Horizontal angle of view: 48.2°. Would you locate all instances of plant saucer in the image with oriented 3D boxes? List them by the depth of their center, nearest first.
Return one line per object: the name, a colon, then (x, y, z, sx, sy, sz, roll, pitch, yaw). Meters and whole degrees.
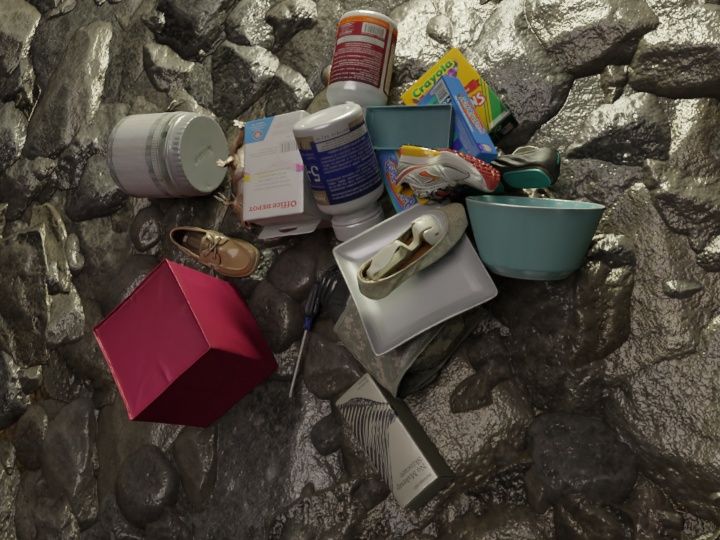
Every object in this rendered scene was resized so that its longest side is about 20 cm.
plant saucer: (0.075, -0.225, 1.278, 0.198, 0.019, 0.071, 11, 99, 49)

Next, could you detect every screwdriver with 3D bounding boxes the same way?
screwdriver: (-0.099, 0.118, 1.382, 0.028, 0.029, 0.203, 9, 77, 30)

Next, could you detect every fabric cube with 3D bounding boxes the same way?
fabric cube: (-0.302, 0.135, 1.396, 0.199, 0.199, 0.197, -40, 63, 14)

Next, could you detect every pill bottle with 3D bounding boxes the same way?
pill bottle: (-0.027, -0.158, 1.321, 0.118, 0.120, 0.203, -7, 113, 27)
pill bottle: (0.000, -0.337, 1.404, 0.108, 0.109, 0.204, 4, 79, 29)

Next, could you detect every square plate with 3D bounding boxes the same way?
square plate: (0.077, 0.004, 1.188, 0.196, 0.029, 0.202, -27, 58, 5)

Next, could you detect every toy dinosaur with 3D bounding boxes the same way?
toy dinosaur: (-0.221, -0.190, 1.513, 0.084, 0.136, 0.203, 13, 55, -6)

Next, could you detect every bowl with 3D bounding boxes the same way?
bowl: (0.245, -0.047, 1.160, 0.198, 0.200, 0.107, 9, 101, 30)

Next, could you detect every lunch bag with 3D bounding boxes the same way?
lunch bag: (0.070, 0.079, 1.251, 0.201, 0.117, 0.164, -49, 58, 4)

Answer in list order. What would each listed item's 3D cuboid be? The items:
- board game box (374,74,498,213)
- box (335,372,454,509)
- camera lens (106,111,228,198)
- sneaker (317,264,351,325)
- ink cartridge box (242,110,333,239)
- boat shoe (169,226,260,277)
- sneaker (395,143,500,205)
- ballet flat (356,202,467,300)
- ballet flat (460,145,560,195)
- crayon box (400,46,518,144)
board game box: (0.113, -0.183, 1.282, 0.200, 0.045, 0.154, -43, 59, 40)
box: (0.051, 0.260, 1.241, 0.082, 0.068, 0.201, -45, 60, 12)
camera lens: (-0.375, -0.222, 1.553, 0.197, 0.159, 0.163, 2, 78, 29)
sneaker: (0.000, 0.000, 1.338, 0.099, 0.070, 0.201, 39, 97, 32)
ink cartridge box: (-0.120, -0.155, 1.407, 0.127, 0.125, 0.204, -4, 81, 29)
boat shoe: (-0.275, -0.037, 1.503, 0.198, 0.064, 0.072, 15, 84, 31)
sneaker: (0.125, -0.131, 1.177, 0.199, 0.077, 0.084, 17, 93, 54)
ballet flat: (0.076, -0.033, 1.154, 0.200, 0.062, 0.067, -43, 58, -5)
ballet flat: (0.227, -0.157, 1.254, 0.198, 0.068, 0.069, 3, 54, 43)
crayon box: (0.153, -0.276, 1.337, 0.127, 0.051, 0.201, -41, 61, 14)
